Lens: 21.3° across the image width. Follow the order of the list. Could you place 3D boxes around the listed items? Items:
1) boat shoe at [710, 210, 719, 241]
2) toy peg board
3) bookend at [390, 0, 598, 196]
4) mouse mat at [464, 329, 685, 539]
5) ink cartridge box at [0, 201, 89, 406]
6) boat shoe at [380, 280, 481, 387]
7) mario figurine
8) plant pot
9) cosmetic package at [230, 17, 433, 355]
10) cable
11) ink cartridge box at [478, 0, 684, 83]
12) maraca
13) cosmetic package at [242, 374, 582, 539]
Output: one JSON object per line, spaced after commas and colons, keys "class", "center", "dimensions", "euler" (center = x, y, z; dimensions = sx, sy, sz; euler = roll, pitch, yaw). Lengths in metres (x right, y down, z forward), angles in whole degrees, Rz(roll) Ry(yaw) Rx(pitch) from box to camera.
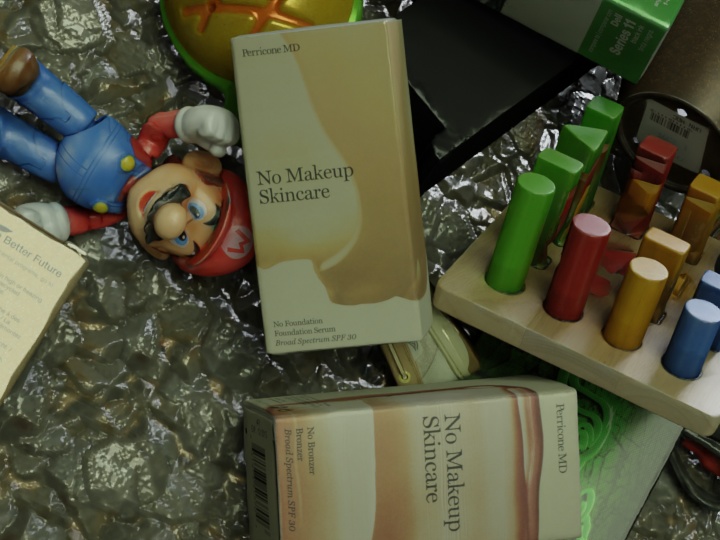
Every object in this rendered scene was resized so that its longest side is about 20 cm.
{"class": "boat shoe", "center": [0.296, -0.059, 1.413], "dimensions": [0.068, 0.072, 0.200], "euler": [31, 55, 4]}
{"class": "toy peg board", "center": [0.184, -0.017, 1.260], "dimensions": [0.199, 0.098, 0.200], "euler": [25, 36, 15]}
{"class": "bookend", "center": [0.055, -0.188, 1.345], "dimensions": [0.200, 0.092, 0.199], "euler": [-38, 84, -22]}
{"class": "mouse mat", "center": [0.137, 0.100, 1.305], "dimensions": [0.161, 0.008, 0.200], "euler": [31, 77, -3]}
{"class": "ink cartridge box", "center": [-0.290, 0.012, 1.139], "dimensions": [0.200, 0.075, 0.165], "euler": [33, 72, -10]}
{"class": "boat shoe", "center": [0.000, 0.000, 1.273], "dimensions": [0.066, 0.074, 0.200], "euler": [-36, 86, 3]}
{"class": "mario figurine", "center": [-0.153, -0.059, 1.206], "dimensions": [0.200, 0.123, 0.106], "euler": [29, 52, -7]}
{"class": "plant pot", "center": [0.267, -0.153, 1.360], "dimensions": [0.187, 0.187, 0.200], "euler": [43, 59, -5]}
{"class": "cosmetic package", "center": [-0.017, -0.054, 1.200], "dimensions": [0.105, 0.071, 0.200], "euler": [-7, 97, 8]}
{"class": "cable", "center": [0.217, 0.098, 1.356], "dimensions": [0.200, 0.050, 0.097], "euler": [27, 101, 4]}
{"class": "ink cartridge box", "center": [0.135, -0.241, 1.278], "dimensions": [0.200, 0.083, 0.147], "euler": [27, 69, 3]}
{"class": "maraca", "center": [-0.060, -0.168, 1.275], "dimensions": [0.137, 0.107, 0.200], "euler": [-22, 70, 4]}
{"class": "cosmetic package", "center": [0.032, 0.126, 1.214], "dimensions": [0.200, 0.087, 0.104], "euler": [-5, 94, -17]}
